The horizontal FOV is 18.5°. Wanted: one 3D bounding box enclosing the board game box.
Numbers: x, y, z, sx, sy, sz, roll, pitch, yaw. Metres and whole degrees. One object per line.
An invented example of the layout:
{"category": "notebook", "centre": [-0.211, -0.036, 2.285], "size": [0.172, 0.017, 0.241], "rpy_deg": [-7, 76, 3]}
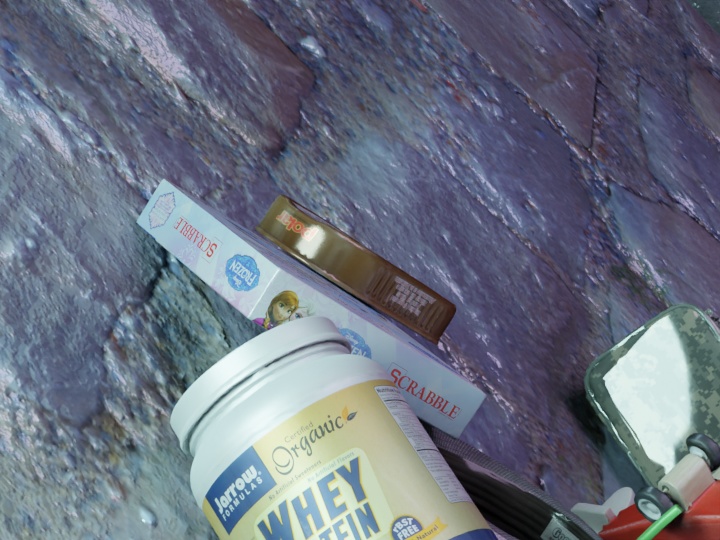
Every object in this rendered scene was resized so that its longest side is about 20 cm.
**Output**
{"category": "board game box", "centre": [-0.036, 0.026, 1.540], "size": [0.200, 0.041, 0.199], "rpy_deg": [32, 2, -33]}

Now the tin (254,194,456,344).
{"category": "tin", "centre": [0.000, 0.000, 1.678], "size": [0.112, 0.042, 0.200], "rpy_deg": [38, 4, 37]}

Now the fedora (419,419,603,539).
{"category": "fedora", "centre": [0.077, 0.189, 1.493], "size": [0.199, 0.091, 0.177], "rpy_deg": [30, 11, -9]}

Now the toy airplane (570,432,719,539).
{"category": "toy airplane", "centre": [0.233, 0.213, 1.635], "size": [0.141, 0.200, 0.199], "rpy_deg": [48, 16, -1]}

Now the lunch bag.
{"category": "lunch bag", "centre": [0.304, 0.134, 1.967], "size": [0.200, 0.139, 0.168], "rpy_deg": [55, 7, 16]}

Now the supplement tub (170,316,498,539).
{"category": "supplement tub", "centre": [-0.015, 0.143, 1.352], "size": [0.200, 0.144, 0.144], "rpy_deg": [55, 24, 19]}

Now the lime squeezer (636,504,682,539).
{"category": "lime squeezer", "centre": [0.169, 0.254, 1.533], "size": [0.070, 0.201, 0.038], "rpy_deg": [13, 3, 33]}
